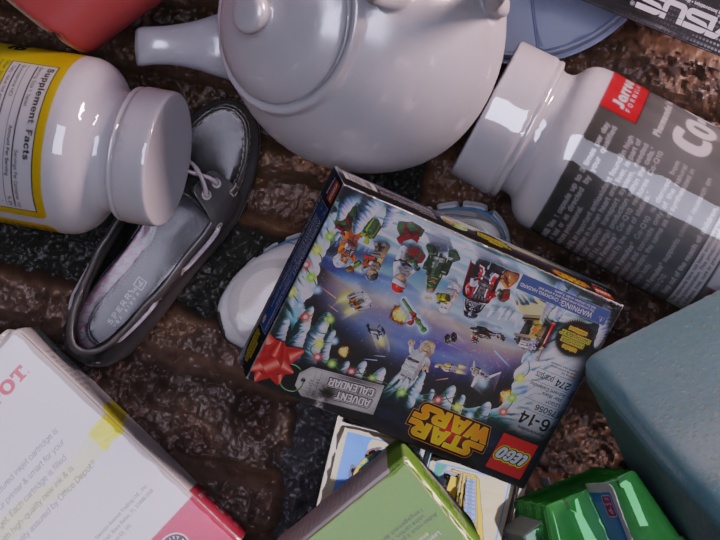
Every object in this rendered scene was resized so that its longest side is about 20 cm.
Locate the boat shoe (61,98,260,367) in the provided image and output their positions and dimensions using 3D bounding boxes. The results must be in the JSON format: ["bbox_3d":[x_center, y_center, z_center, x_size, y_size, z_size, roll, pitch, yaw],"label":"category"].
[{"bbox_3d":[-0.127,-0.024,1.345,0.067,0.057,0.200,33,89,1],"label":"boat shoe"}]

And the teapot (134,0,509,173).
[{"bbox_3d":[-0.015,-0.153,1.266,0.197,0.146,0.200,49,119,31],"label":"teapot"}]

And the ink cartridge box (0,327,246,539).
[{"bbox_3d":[-0.193,0.153,1.328,0.200,0.083,0.145,44,90,1],"label":"ink cartridge box"}]

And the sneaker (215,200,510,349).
[{"bbox_3d":[0.000,0.000,1.330,0.199,0.087,0.075,-20,90,1],"label":"sneaker"}]

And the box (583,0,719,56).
[{"bbox_3d":[0.183,-0.256,1.299,0.199,0.048,0.194,22,103,-4],"label":"box"}]

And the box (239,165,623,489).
[{"bbox_3d":[0.044,0.038,1.281,0.200,0.040,0.137,22,105,-17],"label":"box"}]

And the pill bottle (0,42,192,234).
[{"bbox_3d":[-0.213,-0.085,1.303,0.199,0.112,0.113,10,89,13],"label":"pill bottle"}]

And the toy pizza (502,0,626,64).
[{"bbox_3d":[0.103,-0.234,1.361,0.199,0.032,0.201,0,89,-1],"label":"toy pizza"}]

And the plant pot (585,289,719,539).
[{"bbox_3d":[0.280,0.130,1.228,0.196,0.200,0.196,-27,123,0],"label":"plant pot"}]

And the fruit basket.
[{"bbox_3d":[0.157,0.224,1.272,0.093,0.185,0.201,-14,88,-7],"label":"fruit basket"}]

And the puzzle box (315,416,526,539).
[{"bbox_3d":[0.035,0.166,1.355,0.133,0.025,0.201,13,89,0],"label":"puzzle box"}]

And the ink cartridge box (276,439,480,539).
[{"bbox_3d":[-0.027,0.197,1.269,0.200,0.148,0.076,-40,90,0],"label":"ink cartridge box"}]

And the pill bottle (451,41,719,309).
[{"bbox_3d":[0.167,-0.058,1.314,0.200,0.114,0.114,28,89,1],"label":"pill bottle"}]

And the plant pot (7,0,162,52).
[{"bbox_3d":[-0.163,-0.247,1.295,0.200,0.200,0.177,43,98,2],"label":"plant pot"}]
